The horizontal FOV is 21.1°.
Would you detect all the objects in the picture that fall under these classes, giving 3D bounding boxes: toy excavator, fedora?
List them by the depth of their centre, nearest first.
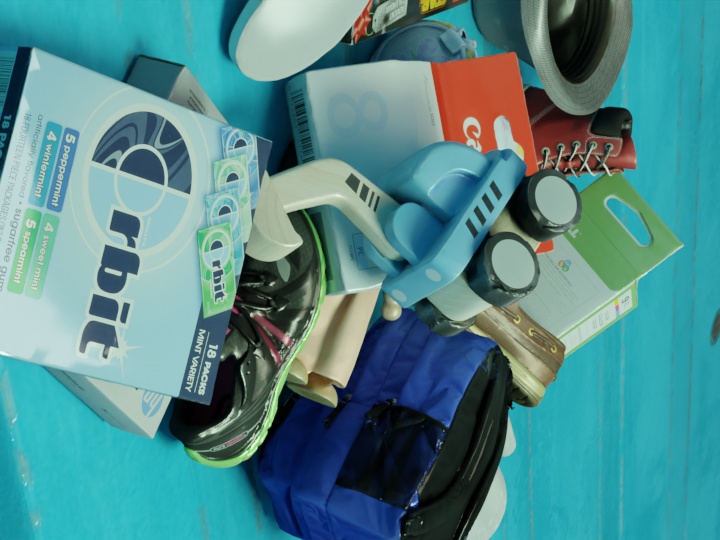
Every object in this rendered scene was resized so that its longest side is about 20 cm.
[{"bbox_3d":[0.024,-0.038,1.332,0.195,0.200,0.100,-54,-169,-32],"label":"toy excavator"},{"bbox_3d":[0.160,-0.236,1.685,0.200,0.090,0.178,51,56,-52],"label":"fedora"}]

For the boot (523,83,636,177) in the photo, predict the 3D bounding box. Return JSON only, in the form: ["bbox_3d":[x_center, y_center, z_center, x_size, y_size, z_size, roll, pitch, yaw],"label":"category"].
[{"bbox_3d":[0.161,-0.090,1.705,0.200,0.143,0.073,-52,146,-39],"label":"boot"}]

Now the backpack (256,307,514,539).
[{"bbox_3d":[0.024,0.129,1.505,0.201,0.167,0.163,-59,163,-24],"label":"backpack"}]

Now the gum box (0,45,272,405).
[{"bbox_3d":[-0.151,-0.022,1.141,0.199,0.044,0.171,18,83,-47],"label":"gum box"}]

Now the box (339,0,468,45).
[{"bbox_3d":[0.031,-0.257,1.467,0.200,0.040,0.138,-31,131,-56],"label":"box"}]

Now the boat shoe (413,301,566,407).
[{"bbox_3d":[0.098,0.029,1.639,0.200,0.072,0.068,46,74,-19],"label":"boat shoe"}]

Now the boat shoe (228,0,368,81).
[{"bbox_3d":[-0.026,-0.220,1.332,0.072,0.066,0.200,34,94,-41],"label":"boat shoe"}]

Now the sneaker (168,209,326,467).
[{"bbox_3d":[-0.081,0.039,1.357,0.084,0.076,0.201,30,73,-62],"label":"sneaker"}]

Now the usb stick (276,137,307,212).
[{"bbox_3d":[-0.013,-0.050,1.498,0.200,0.032,0.056,37,64,-63],"label":"usb stick"}]

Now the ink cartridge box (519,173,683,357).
[{"bbox_3d":[0.182,0.010,1.738,0.199,0.104,0.059,-36,155,-6],"label":"ink cartridge box"}]

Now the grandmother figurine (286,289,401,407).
[{"bbox_3d":[0.000,0.000,1.446,0.121,0.060,0.201,44,68,-54],"label":"grandmother figurine"}]

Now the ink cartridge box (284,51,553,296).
[{"bbox_3d":[0.053,-0.076,1.423,0.199,0.047,0.161,-11,89,-24],"label":"ink cartridge box"}]

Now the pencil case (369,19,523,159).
[{"bbox_3d":[0.073,-0.124,1.573,0.091,0.083,0.200,-47,150,-6],"label":"pencil case"}]

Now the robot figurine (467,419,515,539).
[{"bbox_3d":[0.062,0.177,1.680,0.169,0.113,0.200,-38,145,-7],"label":"robot figurine"}]

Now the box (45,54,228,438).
[{"bbox_3d":[-0.139,-0.013,1.249,0.201,0.041,0.156,-65,152,-18],"label":"box"}]
